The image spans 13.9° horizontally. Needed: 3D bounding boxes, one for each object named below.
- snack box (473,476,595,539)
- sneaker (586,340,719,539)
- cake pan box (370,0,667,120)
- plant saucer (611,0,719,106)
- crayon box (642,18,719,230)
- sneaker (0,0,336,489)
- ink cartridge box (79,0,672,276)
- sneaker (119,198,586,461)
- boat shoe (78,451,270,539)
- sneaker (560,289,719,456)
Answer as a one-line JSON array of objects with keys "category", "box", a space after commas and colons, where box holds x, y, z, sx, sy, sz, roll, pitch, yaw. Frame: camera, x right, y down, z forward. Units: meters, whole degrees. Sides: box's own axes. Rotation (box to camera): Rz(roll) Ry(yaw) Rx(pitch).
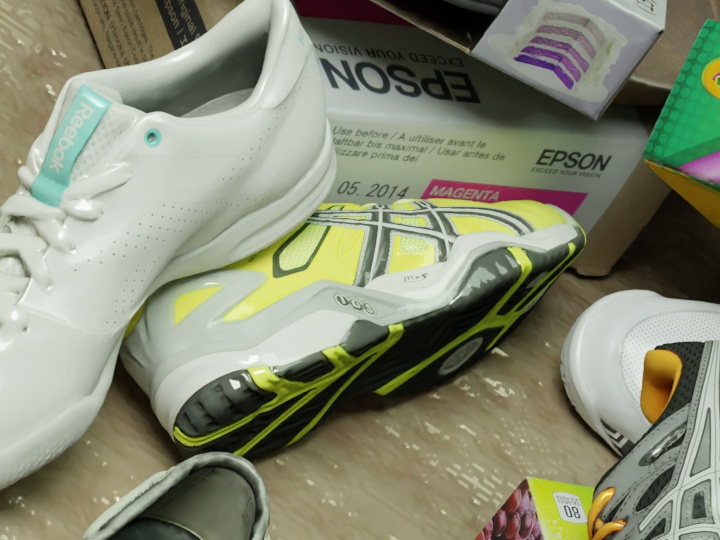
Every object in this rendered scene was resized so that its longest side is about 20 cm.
[{"category": "snack box", "box": [0.128, 0.171, 0.923, 0.168, 0.068, 0.200, 10, 46, -28]}, {"category": "sneaker", "box": [0.099, 0.094, 0.882, 0.077, 0.078, 0.200, 12, 41, 17]}, {"category": "cake pan box", "box": [0.021, -0.157, 1.020, 0.184, 0.052, 0.200, 26, 37, -11]}, {"category": "plant saucer", "box": [0.071, -0.129, 1.100, 0.200, 0.035, 0.200, 23, 37, -19]}, {"category": "crayon box", "box": [0.197, -0.015, 1.064, 0.119, 0.058, 0.200, 22, -7, 34]}, {"category": "sneaker", "box": [-0.088, -0.015, 0.896, 0.075, 0.089, 0.200, 33, 59, 24]}, {"category": "ink cartridge box", "box": [0.004, -0.087, 1.092, 0.200, 0.075, 0.165, 4, 47, -35]}, {"category": "sneaker", "box": [0.000, 0.000, 0.999, 0.200, 0.075, 0.076, -17, 62, -47]}, {"category": "boat shoe", "box": [-0.083, 0.118, 0.823, 0.071, 0.064, 0.200, 35, 38, -1]}, {"category": "sneaker", "box": [0.171, 0.045, 1.018, 0.200, 0.115, 0.075, 22, 68, 3]}]
